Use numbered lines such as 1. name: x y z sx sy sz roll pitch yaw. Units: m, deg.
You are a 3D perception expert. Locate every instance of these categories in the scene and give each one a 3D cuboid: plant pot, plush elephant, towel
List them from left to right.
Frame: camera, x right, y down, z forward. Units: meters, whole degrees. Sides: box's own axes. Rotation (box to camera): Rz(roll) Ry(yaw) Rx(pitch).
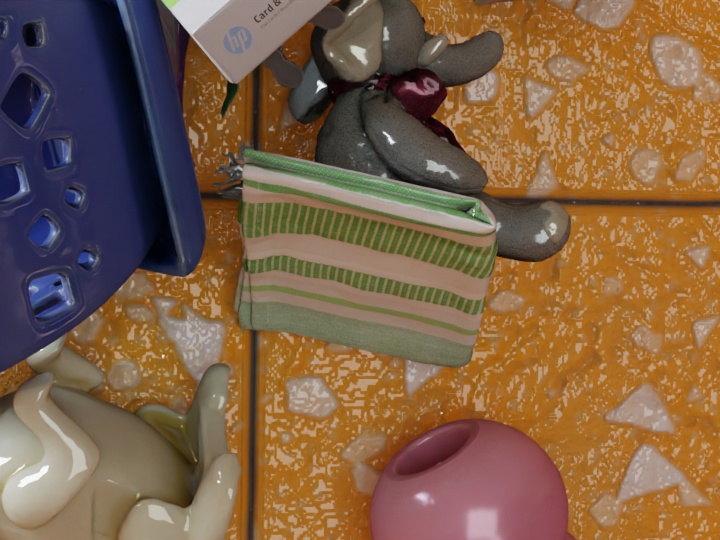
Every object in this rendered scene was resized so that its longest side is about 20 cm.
1. plant pot: -0.205 -0.068 0.979 0.180 0.200 0.200 -23 110 -34
2. towel: 0.000 0.000 1.038 0.153 0.200 0.023 12 63 2
3. plush elephant: 0.021 -0.097 1.063 0.200 0.165 0.155 13 86 -14

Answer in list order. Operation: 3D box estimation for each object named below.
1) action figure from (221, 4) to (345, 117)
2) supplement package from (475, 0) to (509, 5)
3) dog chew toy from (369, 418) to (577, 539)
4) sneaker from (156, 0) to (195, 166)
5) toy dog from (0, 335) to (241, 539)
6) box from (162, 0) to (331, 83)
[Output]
1. action figure: -0.056 -0.183 1.042 0.055 0.200 0.118 26 117 -29
2. supplement package: 0.137 -0.252 1.065 0.111 0.200 0.156 -8 93 -11
3. dog chew toy: 0.090 0.193 1.112 0.125 0.125 0.200 -31 105 -9
4. sneaker: -0.129 -0.151 1.079 0.088 0.080 0.200 -19 94 -18
5. toy dog: -0.188 0.124 1.056 0.200 0.140 0.194 12 125 -13
6. box: -0.047 -0.193 0.949 0.156 0.200 0.041 -41 123 2
